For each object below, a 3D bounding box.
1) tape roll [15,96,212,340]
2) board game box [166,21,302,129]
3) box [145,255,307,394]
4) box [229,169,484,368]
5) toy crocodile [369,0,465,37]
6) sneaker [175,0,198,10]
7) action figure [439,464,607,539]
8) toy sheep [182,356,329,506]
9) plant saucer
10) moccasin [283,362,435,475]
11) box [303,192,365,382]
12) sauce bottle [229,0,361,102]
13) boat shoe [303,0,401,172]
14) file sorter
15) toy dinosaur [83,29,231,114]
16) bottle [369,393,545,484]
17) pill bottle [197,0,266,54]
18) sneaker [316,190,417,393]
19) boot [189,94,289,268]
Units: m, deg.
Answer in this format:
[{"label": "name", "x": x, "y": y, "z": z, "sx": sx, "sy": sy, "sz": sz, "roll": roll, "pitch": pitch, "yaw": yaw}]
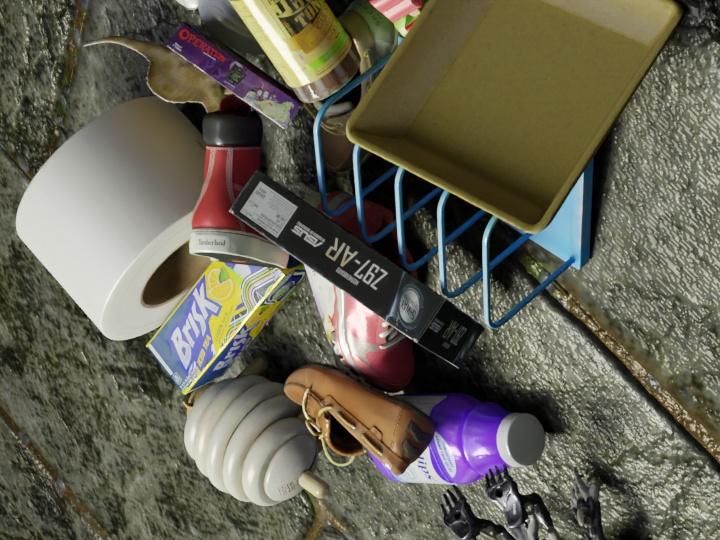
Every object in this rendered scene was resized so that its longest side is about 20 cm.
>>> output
[{"label": "tape roll", "x": -0.216, "y": -0.050, "z": 1.821, "sx": 0.139, "sy": 0.202, "sz": 0.203, "roll": 47, "pitch": 144, "yaw": 17}, {"label": "board game box", "x": -0.105, "y": -0.169, "z": 1.609, "sx": 0.120, "sy": 0.032, "sz": 0.200, "roll": 39, "pitch": -176, "yaw": -6}, {"label": "box", "x": -0.128, "y": 0.033, "z": 1.844, "sx": 0.070, "sy": 0.064, "sz": 0.200, "roll": 50, "pitch": 127, "yaw": 12}, {"label": "box", "x": 0.000, "y": 0.000, "z": 1.572, "sx": 0.199, "sy": 0.044, "sz": 0.160, "roll": 35, "pitch": 180, "yaw": 18}, {"label": "toy crocodile", "x": 0.026, "y": -0.225, "z": 1.452, "sx": 0.199, "sy": 0.062, "sz": 0.067, "roll": 34, "pitch": 137, "yaw": -26}, {"label": "sneaker", "x": -0.137, "y": -0.299, "z": 1.651, "sx": 0.116, "sy": 0.080, "sz": 0.199, "roll": 59, "pitch": 153, "yaw": -8}, {"label": "action figure", "x": 0.172, "y": 0.231, "z": 1.639, "sx": 0.199, "sy": 0.102, "sz": 0.119, "roll": 33, "pitch": 124, "yaw": -31}, {"label": "toy sheep", "x": -0.103, "y": 0.172, "z": 1.901, "sx": 0.199, "sy": 0.138, "sz": 0.139, "roll": 29, "pitch": 136, "yaw": 37}, {"label": "plant saucer", "x": 0.117, "y": -0.137, "z": 1.387, "sx": 0.199, "sy": 0.201, "sz": 0.048, "roll": 30, "pitch": 173, "yaw": 35}, {"label": "moccasin", "x": -0.010, "y": 0.141, "z": 1.728, "sx": 0.201, "sy": 0.078, "sz": 0.074, "roll": 24, "pitch": 169, "yaw": 48}, {"label": "box", "x": -0.017, "y": 0.025, "z": 1.770, "sx": 0.039, "sy": 0.041, "sz": 0.201, "roll": 6, "pitch": 119, "yaw": 48}, {"label": "sauce bottle", "x": -0.075, "y": -0.224, "z": 1.457, "sx": 0.064, "sy": 0.065, "sz": 0.200, "roll": 2, "pitch": 137, "yaw": 50}, {"label": "boat shoe", "x": -0.016, "y": -0.157, "z": 1.607, "sx": 0.074, "sy": 0.066, "sz": 0.201, "roll": 41, "pitch": 142, "yaw": 23}, {"label": "file sorter", "x": 0.072, "y": -0.071, "z": 1.497, "sx": 0.200, "sy": 0.122, "sz": 0.139, "roll": 35, "pitch": 148, "yaw": 31}, {"label": "toy dinosaur", "x": -0.162, "y": -0.191, "z": 1.733, "sx": 0.200, "sy": 0.101, "sz": 0.058, "roll": 40, "pitch": 142, "yaw": 24}, {"label": "bottle", "x": 0.086, "y": 0.155, "z": 1.716, "sx": 0.199, "sy": 0.065, "sz": 0.084, "roll": -5, "pitch": 112, "yaw": 53}, {"label": "pill bottle", "x": -0.067, "y": -0.278, "z": 1.537, "sx": 0.116, "sy": 0.116, "sz": 0.200, "roll": 48, "pitch": 145, "yaw": 15}, {"label": "sneaker", "x": 0.017, "y": 0.026, "z": 1.700, "sx": 0.086, "sy": 0.074, "sz": 0.201, "roll": 5, "pitch": 120, "yaw": 47}, {"label": "boot", "x": -0.102, "y": -0.078, "z": 1.668, "sx": 0.072, "sy": 0.200, "sz": 0.145, "roll": 3, "pitch": 85, "yaw": 8}]
